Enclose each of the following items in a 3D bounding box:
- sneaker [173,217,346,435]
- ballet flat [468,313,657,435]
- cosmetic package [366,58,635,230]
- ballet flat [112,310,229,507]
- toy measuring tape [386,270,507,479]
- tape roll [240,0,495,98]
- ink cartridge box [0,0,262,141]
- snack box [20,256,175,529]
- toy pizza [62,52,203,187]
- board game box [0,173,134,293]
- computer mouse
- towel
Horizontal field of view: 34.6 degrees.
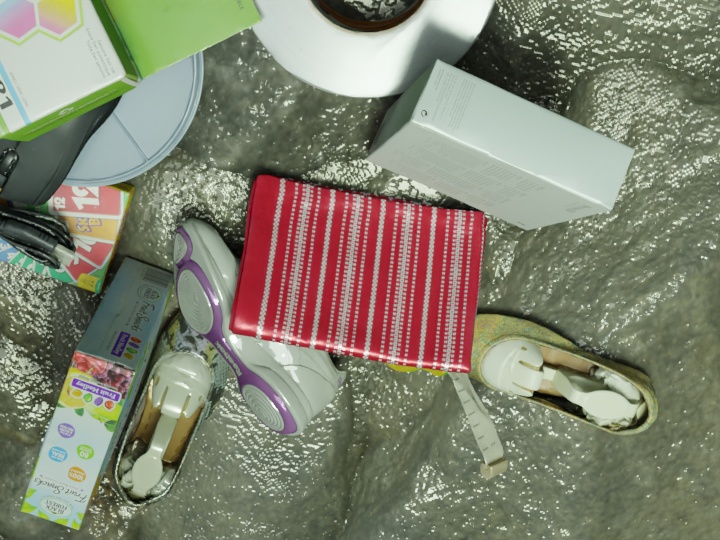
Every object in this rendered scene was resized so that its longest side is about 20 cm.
[{"bbox_3d":[-0.087,0.038,0.980,0.075,0.099,0.201,-21,103,54],"label":"sneaker"},{"bbox_3d":[0.164,0.091,0.991,0.199,0.071,0.071,20,109,-6],"label":"ballet flat"},{"bbox_3d":[0.095,-0.086,0.859,0.150,0.200,0.052,25,85,-7],"label":"cosmetic package"},{"bbox_3d":[-0.165,0.126,1.009,0.072,0.072,0.201,22,108,-7],"label":"ballet flat"},{"bbox_3d":[0.058,0.084,0.969,0.073,0.074,0.201,-25,79,10],"label":"toy measuring tape"},{"bbox_3d":[0.006,-0.236,0.878,0.199,0.066,0.201,1,110,2],"label":"tape roll"},{"bbox_3d":[-0.192,-0.201,0.816,0.199,0.076,0.148,-26,95,3],"label":"ink cartridge box"},{"bbox_3d":[-0.205,0.091,0.927,0.053,0.200,0.143,19,109,-7],"label":"snack box"},{"bbox_3d":[-0.224,-0.167,0.923,0.199,0.032,0.201,0,108,0],"label":"toy pizza"},{"bbox_3d":[-0.299,-0.058,0.969,0.199,0.030,0.096,20,108,-4],"label":"board game box"},{"bbox_3d":[-0.252,-0.104,0.898,0.138,0.053,0.201,30,105,-8],"label":"computer mouse"},{"bbox_3d":[0.000,0.000,0.938,0.199,0.023,0.145,10,68,-1],"label":"towel"}]
